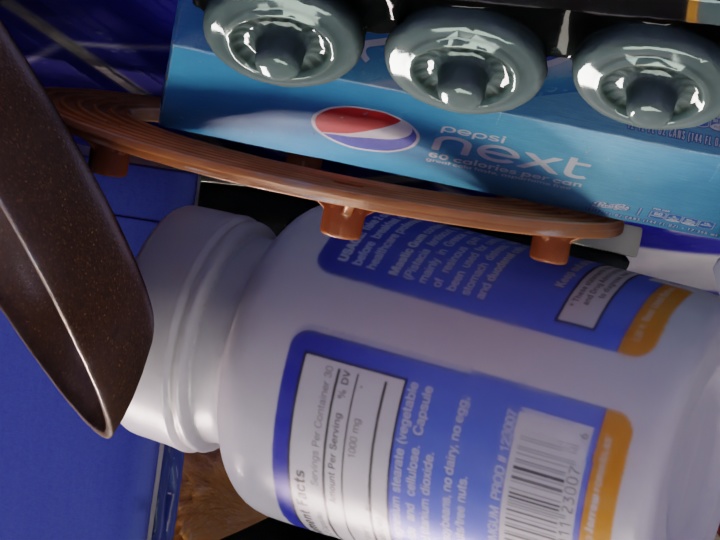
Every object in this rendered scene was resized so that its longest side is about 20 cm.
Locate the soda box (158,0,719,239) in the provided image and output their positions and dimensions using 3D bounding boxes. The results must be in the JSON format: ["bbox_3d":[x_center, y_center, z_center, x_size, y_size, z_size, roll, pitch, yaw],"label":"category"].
[{"bbox_3d":[0.042,-0.065,0.918,0.199,0.065,0.068,11,160,-4],"label":"soda box"}]

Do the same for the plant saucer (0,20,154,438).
[{"bbox_3d":[-0.120,-0.040,0.951,0.034,0.201,0.200,-33,164,-11],"label":"plant saucer"}]

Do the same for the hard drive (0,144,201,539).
[{"bbox_3d":[-0.135,0.052,1.077,0.131,0.201,0.025,9,-169,2],"label":"hard drive"}]

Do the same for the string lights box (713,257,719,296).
[{"bbox_3d":[0.215,-0.011,0.897,0.199,0.059,0.103,-11,162,-8],"label":"string lights box"}]

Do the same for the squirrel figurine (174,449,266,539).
[{"bbox_3d":[-0.025,0.155,1.514,0.199,0.142,0.187,22,172,6],"label":"squirrel figurine"}]

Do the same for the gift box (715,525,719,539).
[{"bbox_3d":[0.107,0.142,1.255,0.199,0.185,0.187,6,151,28],"label":"gift box"}]

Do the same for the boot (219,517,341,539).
[{"bbox_3d":[-0.022,0.095,1.099,0.210,0.080,0.158,-12,-147,-22],"label":"boot"}]

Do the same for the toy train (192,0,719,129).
[{"bbox_3d":[0.031,-0.100,0.809,0.199,0.086,0.114,7,151,7],"label":"toy train"}]

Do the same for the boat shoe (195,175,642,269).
[{"bbox_3d":[0.000,0.000,1.097,0.198,0.067,0.075,8,-179,-3],"label":"boat shoe"}]

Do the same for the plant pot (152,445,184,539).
[{"bbox_3d":[-0.171,0.072,1.219,0.199,0.201,0.180,9,154,-3],"label":"plant pot"}]

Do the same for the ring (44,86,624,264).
[{"bbox_3d":[-0.012,-0.031,0.978,0.199,0.019,0.200,11,-172,-2],"label":"ring"}]

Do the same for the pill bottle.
[{"bbox_3d":[0.021,0.040,1.006,0.199,0.113,0.112,15,164,21],"label":"pill bottle"}]
